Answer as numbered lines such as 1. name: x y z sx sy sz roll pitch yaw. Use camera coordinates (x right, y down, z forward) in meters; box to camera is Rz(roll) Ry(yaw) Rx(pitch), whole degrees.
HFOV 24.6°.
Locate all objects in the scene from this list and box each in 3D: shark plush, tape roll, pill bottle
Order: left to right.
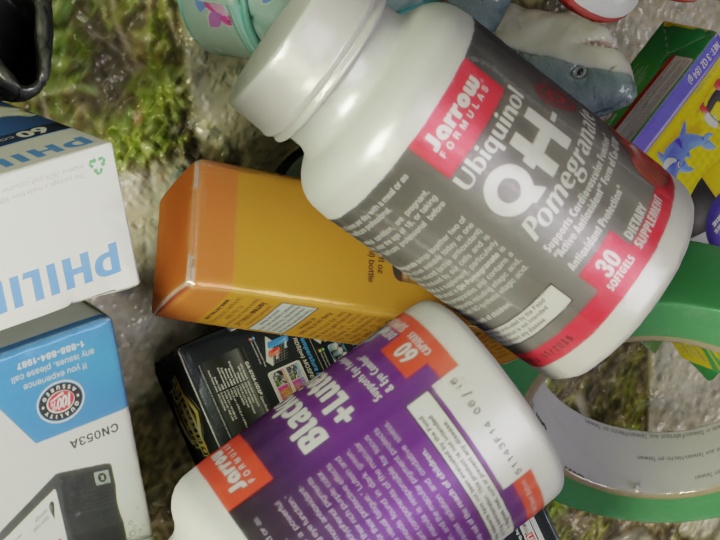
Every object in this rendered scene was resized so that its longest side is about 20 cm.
1. pill bottle: -0.016 0.114 0.752 0.199 0.111 0.112 -36 121 -9
2. shark plush: 0.032 -0.080 0.821 0.198 0.084 0.091 -21 159 3
3. pill bottle: 0.043 -0.049 0.744 0.199 0.111 0.111 35 81 -13
4. tape roll: 0.165 0.067 0.931 0.200 0.199 0.048 45 38 -34

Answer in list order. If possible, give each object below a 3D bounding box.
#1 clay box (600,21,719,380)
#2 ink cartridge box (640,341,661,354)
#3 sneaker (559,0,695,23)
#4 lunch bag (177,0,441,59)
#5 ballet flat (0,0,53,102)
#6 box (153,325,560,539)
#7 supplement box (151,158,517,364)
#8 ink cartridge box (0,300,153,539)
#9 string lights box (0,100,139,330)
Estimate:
1. clay box: 0.198 -0.029 0.939 0.115 0.047 0.200 -51 125 -11
2. ink cartridge box: 0.123 -0.049 0.947 0.200 0.059 0.104 39 79 -36
3. sneaker: 0.165 -0.200 0.877 0.116 0.079 0.200 -46 168 34
4. lunch bag: -0.024 -0.211 0.787 0.160 0.077 0.202 -25 117 -27
5. ballet flat: -0.158 -0.173 0.716 0.066 0.057 0.202 -18 112 -31
6. box: 0.004 0.106 0.859 0.158 0.046 0.201 -23 85 -28
7. supplement box: 0.000 0.000 0.827 0.198 0.069 0.067 9 70 -20
8. ink cartridge box: -0.177 0.125 0.768 0.144 0.083 0.202 -20 114 -30
9. string lights box: -0.179 -0.027 0.652 0.102 0.199 0.059 -21 114 -30
